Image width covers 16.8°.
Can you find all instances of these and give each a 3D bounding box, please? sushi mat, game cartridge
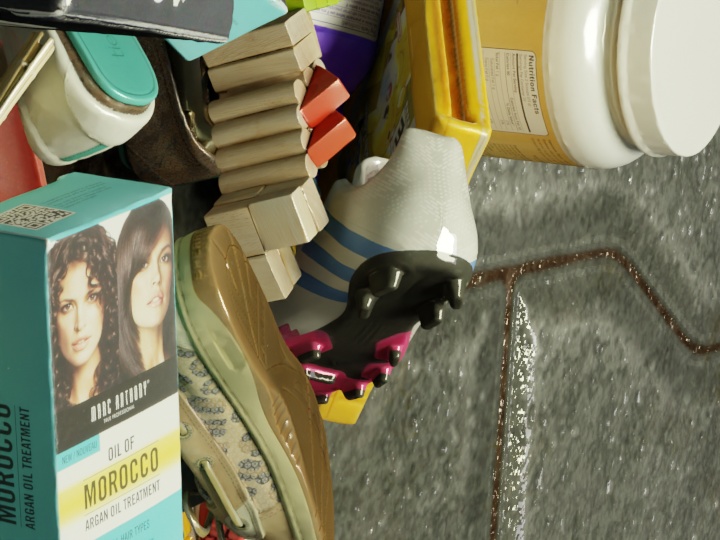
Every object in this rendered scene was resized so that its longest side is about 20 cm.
[{"bbox_3d":[-0.177,-0.001,0.922,0.200,0.012,0.096,-59,-171,-13],"label":"sushi mat"},{"bbox_3d":[0.013,-0.051,1.235,0.176,0.032,0.200,-93,-158,-49],"label":"game cartridge"}]

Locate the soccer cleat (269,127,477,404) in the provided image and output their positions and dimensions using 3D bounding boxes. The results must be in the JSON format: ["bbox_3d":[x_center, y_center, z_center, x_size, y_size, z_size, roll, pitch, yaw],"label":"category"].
[{"bbox_3d":[0.000,0.000,1.135,0.070,0.200,0.086,13,65,-22],"label":"soccer cleat"}]

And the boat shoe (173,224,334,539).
[{"bbox_3d":[-0.057,0.062,1.037,0.073,0.063,0.200,-92,166,-49],"label":"boat shoe"}]

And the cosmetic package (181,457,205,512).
[{"bbox_3d":[-0.130,0.062,1.040,0.200,0.090,0.107,-23,113,-54],"label":"cosmetic package"}]

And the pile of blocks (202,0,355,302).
[{"bbox_3d":[-0.027,-0.083,1.100,0.082,0.062,0.200,20,62,-58],"label":"pile of blocks"}]

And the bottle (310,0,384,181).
[{"bbox_3d":[-0.031,-0.127,1.247,0.083,0.065,0.200,11,87,-27],"label":"bottle"}]

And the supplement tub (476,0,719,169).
[{"bbox_3d":[0.093,-0.132,1.338,0.145,0.200,0.145,-21,115,-57],"label":"supplement tub"}]

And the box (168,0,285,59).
[{"bbox_3d":[-0.093,-0.193,1.032,0.082,0.049,0.200,47,21,-57],"label":"box"}]

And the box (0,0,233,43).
[{"bbox_3d":[-0.148,-0.192,0.907,0.117,0.197,0.200,-1,97,-61],"label":"box"}]

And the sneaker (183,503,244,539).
[{"bbox_3d":[-0.079,0.130,1.221,0.082,0.078,0.200,-98,-165,-59],"label":"sneaker"}]

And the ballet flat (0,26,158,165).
[{"bbox_3d":[-0.146,-0.130,1.028,0.069,0.069,0.200,23,39,-60],"label":"ballet flat"}]

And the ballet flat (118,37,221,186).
[{"bbox_3d":[-0.084,-0.137,1.163,0.068,0.067,0.200,-37,127,-52],"label":"ballet flat"}]

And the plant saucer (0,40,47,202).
[{"bbox_3d":[-0.199,0.028,1.033,0.200,0.037,0.200,-44,133,-48],"label":"plant saucer"}]

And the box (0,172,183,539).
[{"bbox_3d":[-0.110,0.070,0.939,0.082,0.049,0.200,-28,122,-55],"label":"box"}]
